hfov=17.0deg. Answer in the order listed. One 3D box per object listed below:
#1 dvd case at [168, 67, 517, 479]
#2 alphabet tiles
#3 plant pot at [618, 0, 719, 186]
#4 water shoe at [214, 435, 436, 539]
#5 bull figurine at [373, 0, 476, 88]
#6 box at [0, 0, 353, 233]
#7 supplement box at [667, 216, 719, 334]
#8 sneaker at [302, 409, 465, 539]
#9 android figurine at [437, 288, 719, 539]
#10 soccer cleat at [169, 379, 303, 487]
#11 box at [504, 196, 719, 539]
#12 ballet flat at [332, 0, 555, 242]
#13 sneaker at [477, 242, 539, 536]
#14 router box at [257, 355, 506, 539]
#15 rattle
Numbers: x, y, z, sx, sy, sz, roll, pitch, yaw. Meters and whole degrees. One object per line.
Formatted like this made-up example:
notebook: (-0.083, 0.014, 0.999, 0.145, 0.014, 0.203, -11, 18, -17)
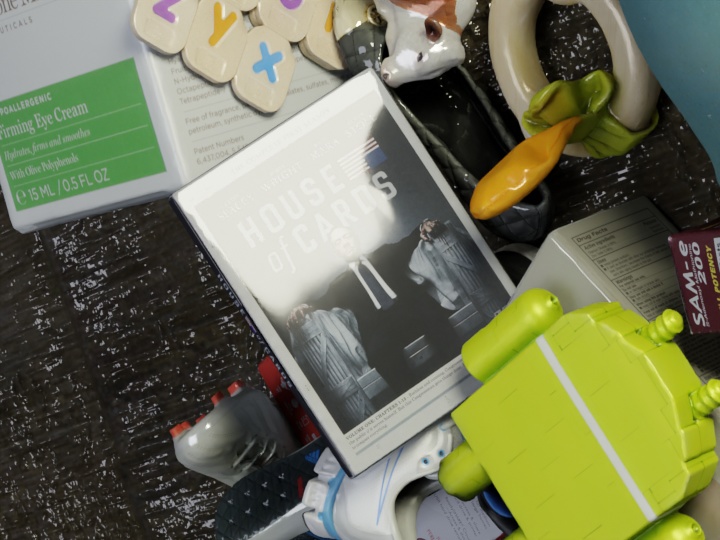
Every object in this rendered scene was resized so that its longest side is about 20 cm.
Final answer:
dvd case: (0.000, 0.000, 1.445, 0.201, 0.150, 0.025, 57, 166, 1)
alphabet tiles: (-0.071, -0.206, 1.481, 0.015, 0.199, 0.197, -7, 62, 51)
plant pot: (0.226, -0.141, 1.216, 0.199, 0.200, 0.189, 8, 127, 45)
water shoe: (-0.003, 0.147, 1.590, 0.199, 0.079, 0.072, -22, 51, 30)
bull figurine: (0.029, -0.215, 1.450, 0.121, 0.065, 0.201, 22, 110, 20)
box: (-0.121, -0.139, 1.569, 0.198, 0.199, 0.173, -11, 96, 48)
supplement box: (0.274, -0.012, 1.264, 0.199, 0.108, 0.061, -4, 103, 49)
sneaker: (0.044, 0.087, 1.485, 0.086, 0.075, 0.201, 24, 93, 32)
android figurine: (0.128, 0.097, 1.368, 0.200, 0.041, 0.183, -45, 71, 39)
soccer cleat: (-0.073, 0.124, 1.656, 0.069, 0.200, 0.078, -38, 79, 6)
box: (0.186, 0.059, 1.399, 0.200, 0.095, 0.078, 50, 135, 23)
ballet flat: (0.056, -0.103, 1.491, 0.200, 0.066, 0.057, 50, 155, 10)
sneaker: (0.106, 0.085, 1.481, 0.073, 0.111, 0.201, -30, 83, 47)
router box: (0.036, 0.101, 1.609, 0.201, 0.049, 0.179, 59, 138, 13)
rattle: (0.087, -0.150, 1.394, 0.130, 0.142, 0.201, 24, 130, 61)
